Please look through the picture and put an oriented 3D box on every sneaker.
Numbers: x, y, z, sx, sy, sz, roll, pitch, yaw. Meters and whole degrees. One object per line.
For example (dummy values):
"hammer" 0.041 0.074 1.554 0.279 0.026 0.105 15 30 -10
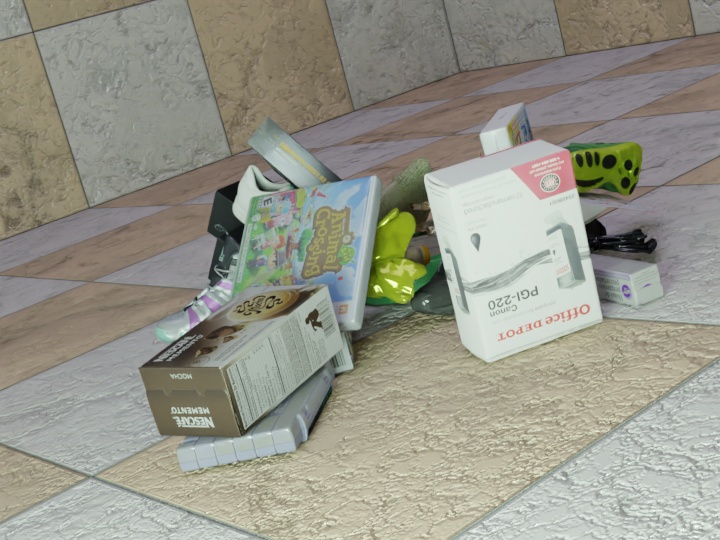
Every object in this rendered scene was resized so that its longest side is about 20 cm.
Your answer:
"sneaker" -0.184 0.010 1.608 0.199 0.141 0.078 -16 14 -13
"sneaker" -0.094 -0.075 1.708 0.199 0.089 0.075 32 37 19
"sneaker" 0.128 -0.006 1.537 0.076 0.091 0.200 4 24 42
"sneaker" 0.304 -0.141 1.608 0.083 0.075 0.199 23 17 41

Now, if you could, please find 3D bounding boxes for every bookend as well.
"bookend" -0.161 -0.039 1.787 0.198 0.093 0.200 34 38 22

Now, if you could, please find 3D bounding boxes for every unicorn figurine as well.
"unicorn figurine" 0.142 -0.091 1.740 0.136 0.074 0.200 -12 27 -11

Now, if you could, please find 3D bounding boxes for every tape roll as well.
"tape roll" 0.081 -0.009 1.697 0.199 0.048 0.201 -15 14 4

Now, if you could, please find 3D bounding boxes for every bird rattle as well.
"bird rattle" 0.000 0.000 1.532 0.199 0.113 0.163 -17 -5 33

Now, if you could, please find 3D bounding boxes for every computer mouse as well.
"computer mouse" 0.305 -0.051 1.561 0.139 0.046 0.200 3 4 9

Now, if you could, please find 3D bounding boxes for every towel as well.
"towel" 0.050 -0.080 1.797 0.148 0.036 0.200 -41 -17 -14

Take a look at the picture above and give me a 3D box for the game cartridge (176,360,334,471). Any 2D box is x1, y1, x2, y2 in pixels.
"game cartridge" -0.103 0.150 1.293 0.129 0.039 0.200 -8 15 13

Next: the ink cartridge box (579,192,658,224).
"ink cartridge box" 0.249 -0.077 1.550 0.199 0.057 0.163 11 9 -13

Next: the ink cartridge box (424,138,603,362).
"ink cartridge box" 0.165 -0.022 1.319 0.145 0.201 0.085 -18 19 -12

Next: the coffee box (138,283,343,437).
"coffee box" -0.121 0.091 1.284 0.112 0.080 0.200 -3 22 34

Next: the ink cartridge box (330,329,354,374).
"ink cartridge box" -0.066 0.083 1.488 0.108 0.051 0.200 -15 12 2

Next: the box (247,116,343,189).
"box" -0.069 -0.129 1.732 0.048 0.158 0.200 -49 -10 0

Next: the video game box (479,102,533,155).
"video game box" 0.224 -0.131 1.739 0.047 0.183 0.200 -11 13 17

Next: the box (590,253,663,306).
"box" 0.274 0.006 1.434 0.041 0.039 0.200 -21 14 -22

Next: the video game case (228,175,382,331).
"video game case" -0.069 -0.013 1.454 0.181 0.022 0.201 -8 56 27
